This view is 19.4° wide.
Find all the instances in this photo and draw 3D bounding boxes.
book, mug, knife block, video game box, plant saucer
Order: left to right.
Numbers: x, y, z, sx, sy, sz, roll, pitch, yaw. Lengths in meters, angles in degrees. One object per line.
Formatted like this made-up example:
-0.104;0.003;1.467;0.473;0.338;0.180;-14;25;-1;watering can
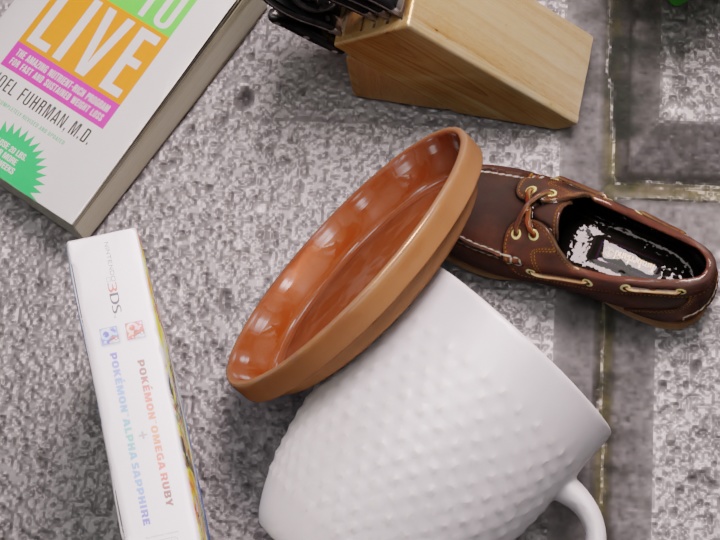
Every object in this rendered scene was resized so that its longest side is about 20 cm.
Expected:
-0.172;-0.135;1.357;0.133;0.048;0.200;32;78;17;book
-0.120;0.095;1.194;0.047;0.200;0.183;-14;72;-5;video game box
0.000;0.000;1.228;0.032;0.200;0.200;43;78;-13;plant saucer
0.042;-0.160;1.278;0.199;0.176;0.064;10;74;7;knife block
0.050;0.126;1.205;0.200;0.148;0.175;43;86;5;mug

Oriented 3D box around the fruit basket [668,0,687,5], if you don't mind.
0.248;-0.266;1.288;0.215;0.216;0.156;-29;73;-6;fruit basket

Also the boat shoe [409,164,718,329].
0.123;-0.024;1.286;0.199;0.070;0.071;16;75;10;boat shoe
